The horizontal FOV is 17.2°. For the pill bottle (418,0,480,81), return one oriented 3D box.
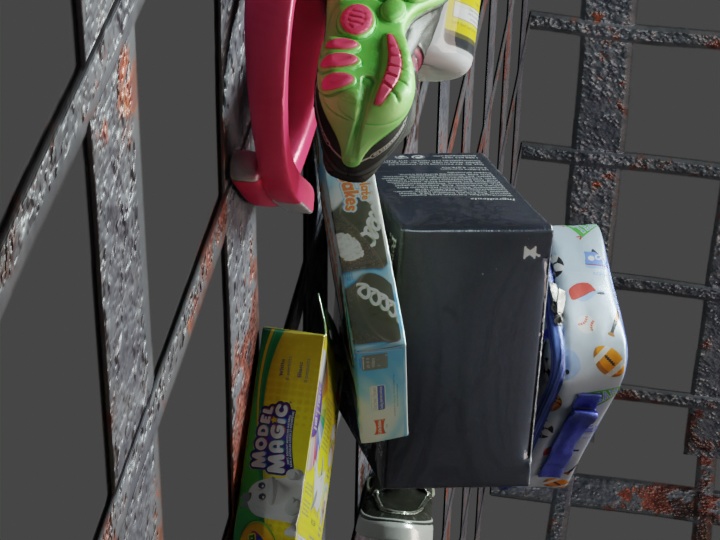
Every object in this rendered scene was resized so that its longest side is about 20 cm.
[{"bbox_3d":[0.029,-0.230,1.554,0.112,0.111,0.202,39,59,-82],"label":"pill bottle"}]

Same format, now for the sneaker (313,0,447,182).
[{"bbox_3d":[0.005,-0.125,1.418,0.201,0.076,0.084,-68,175,-51],"label":"sneaker"}]

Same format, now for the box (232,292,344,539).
[{"bbox_3d":[-0.046,0.121,1.547,0.117,0.048,0.202,68,31,-75],"label":"box"}]

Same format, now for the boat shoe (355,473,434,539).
[{"bbox_3d":[0.033,0.207,2.200,0.200,0.070,0.064,-93,-171,-84],"label":"boat shoe"}]

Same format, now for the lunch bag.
[{"bbox_3d":[0.140,0.067,1.800,0.201,0.075,0.161,107,-19,-52],"label":"lunch bag"}]

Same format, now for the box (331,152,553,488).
[{"bbox_3d":[0.055,0.033,1.760,0.200,0.116,0.198,-126,-142,-68],"label":"box"}]

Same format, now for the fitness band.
[{"bbox_3d":[-0.045,-0.111,1.393,0.200,0.037,0.145,57,38,-80],"label":"fitness band"}]

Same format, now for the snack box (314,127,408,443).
[{"bbox_3d":[0.000,0.000,1.611,0.117,0.037,0.201,87,-6,-56],"label":"snack box"}]
